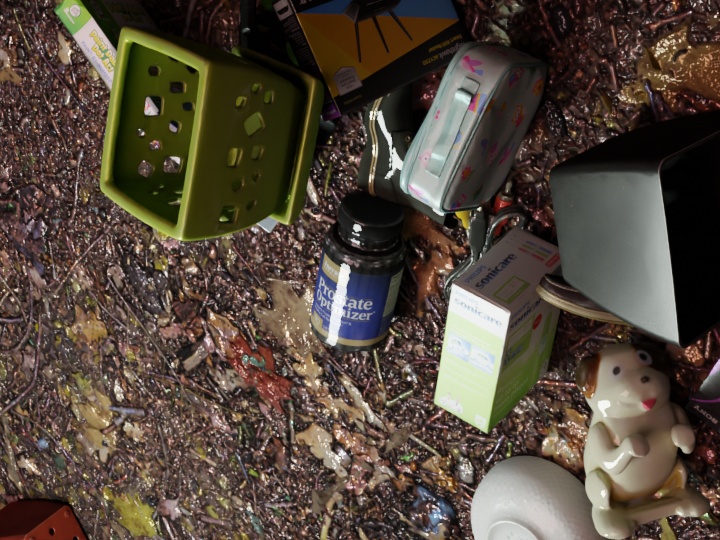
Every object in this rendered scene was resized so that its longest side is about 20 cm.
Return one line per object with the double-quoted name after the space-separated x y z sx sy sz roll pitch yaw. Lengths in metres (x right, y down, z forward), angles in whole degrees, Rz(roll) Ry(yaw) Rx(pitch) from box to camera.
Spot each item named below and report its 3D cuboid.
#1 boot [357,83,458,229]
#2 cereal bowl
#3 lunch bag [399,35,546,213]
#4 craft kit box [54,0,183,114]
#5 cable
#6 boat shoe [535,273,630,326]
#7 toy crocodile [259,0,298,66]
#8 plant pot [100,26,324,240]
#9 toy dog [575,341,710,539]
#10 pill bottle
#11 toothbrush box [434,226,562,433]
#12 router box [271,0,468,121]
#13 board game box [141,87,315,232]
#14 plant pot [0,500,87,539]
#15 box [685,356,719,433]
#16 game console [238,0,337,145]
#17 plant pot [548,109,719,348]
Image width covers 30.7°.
0.077 -0.155 1.623 0.138 0.077 0.200 29 141 20 "boot"
0.227 0.354 1.754 0.200 0.083 0.201 20 124 32 "cereal bowl"
0.127 -0.166 1.486 0.077 0.160 0.201 32 112 24 "lunch bag"
-0.300 -0.281 1.778 0.048 0.200 0.198 -39 86 17 "craft kit box"
0.156 -0.036 1.648 0.097 0.050 0.200 7 136 4 "cable"
0.301 0.026 1.494 0.200 0.072 0.066 14 106 -4 "boat shoe"
-0.072 -0.325 1.662 0.067 0.062 0.201 -25 93 27 "toy crocodile"
-0.160 -0.154 1.469 0.200 0.181 0.200 29 114 46 "plant pot"
0.326 0.183 1.560 0.139 0.194 0.201 -10 111 -2 "toy dog"
0.000 0.000 1.734 0.112 0.112 0.201 29 129 25 "pill bottle"
0.171 0.072 1.592 0.086 0.146 0.201 27 133 26 "toothbrush box"
0.016 -0.279 1.510 0.051 0.200 0.150 -6 111 62 "router box"
-0.163 -0.158 1.688 0.200 0.200 0.041 37 114 -8 "board game box"
-0.625 0.553 2.503 0.176 0.200 0.201 -21 98 32 "plant pot"
0.469 0.126 1.464 0.143 0.036 0.200 38 133 18 "box"
-0.095 -0.256 1.665 0.200 0.116 0.177 160 109 -83 "game console"
0.317 -0.057 1.397 0.177 0.199 0.201 11 120 49 "plant pot"
